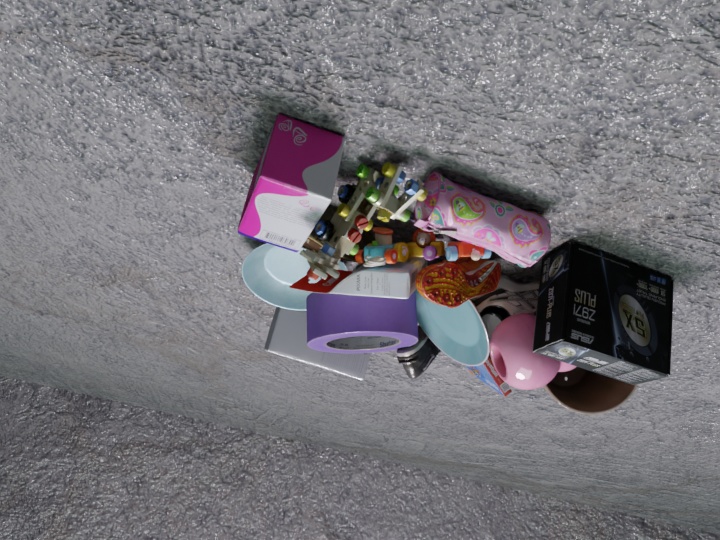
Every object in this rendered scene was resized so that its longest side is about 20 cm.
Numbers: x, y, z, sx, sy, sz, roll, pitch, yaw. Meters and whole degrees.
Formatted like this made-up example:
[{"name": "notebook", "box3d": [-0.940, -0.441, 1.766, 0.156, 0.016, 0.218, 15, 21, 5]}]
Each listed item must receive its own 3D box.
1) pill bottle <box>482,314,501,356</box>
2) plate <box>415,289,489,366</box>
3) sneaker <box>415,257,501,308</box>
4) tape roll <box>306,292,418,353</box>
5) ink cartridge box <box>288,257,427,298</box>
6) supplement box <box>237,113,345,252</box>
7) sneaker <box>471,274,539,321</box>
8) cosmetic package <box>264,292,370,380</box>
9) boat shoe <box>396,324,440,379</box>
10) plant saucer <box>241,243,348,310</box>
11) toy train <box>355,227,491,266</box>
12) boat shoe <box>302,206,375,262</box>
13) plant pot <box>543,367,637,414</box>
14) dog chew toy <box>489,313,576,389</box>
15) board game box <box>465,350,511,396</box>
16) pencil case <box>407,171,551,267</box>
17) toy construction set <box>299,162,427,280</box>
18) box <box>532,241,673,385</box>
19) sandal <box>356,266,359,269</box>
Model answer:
[{"name": "pill bottle", "box3d": [0.275, 0.132, 1.501, 0.111, 0.115, 0.200, 7, 161, 12]}, {"name": "plate", "box3d": [0.158, 0.078, 1.396, 0.200, 0.025, 0.201, 41, 151, 28]}, {"name": "sneaker", "box3d": [0.145, 0.015, 1.261, 0.076, 0.074, 0.199, 13, -169, 40]}, {"name": "tape roll", "box3d": [0.003, 0.088, 1.406, 0.197, 0.086, 0.200, -1, 164, 0]}, {"name": "ink cartridge box", "box3d": [0.000, 0.000, 1.302, 0.197, 0.048, 0.160, 5, -166, 14]}, {"name": "supplement box", "box3d": [-0.101, -0.117, 1.124, 0.100, 0.105, 0.200, 18, 158, -12]}, {"name": "sneaker", "box3d": [0.284, 0.065, 1.378, 0.197, 0.089, 0.076, 8, 156, 6]}, {"name": "cosmetic package", "box3d": [-0.085, 0.134, 1.617, 0.197, 0.125, 0.199, 16, 173, -8]}, {"name": "boat shoe", "box3d": [0.128, 0.144, 1.527, 0.066, 0.058, 0.200, -10, -166, 33]}, {"name": "plant saucer", "box3d": [-0.116, -0.001, 1.445, 0.198, 0.039, 0.202, 3, 141, 3]}, {"name": "toy train", "box3d": [0.091, -0.041, 1.216, 0.197, 0.057, 0.150, -4, -177, -13]}, {"name": "boat shoe", "box3d": [-0.068, -0.065, 1.281, 0.198, 0.073, 0.068, 22, 162, -10]}, {"name": "plant pot", "box3d": [0.403, 0.171, 1.481, 0.184, 0.190, 0.200, 10, 171, 3]}, {"name": "dog chew toy", "box3d": [0.316, 0.117, 1.309, 0.198, 0.126, 0.125, -19, 160, -11]}, {"name": "board game box", "box3d": [0.220, 0.171, 1.511, 0.104, 0.019, 0.200, 57, 174, -10]}, {"name": "pencil case", "box3d": [0.170, -0.068, 1.127, 0.198, 0.089, 0.087, 18, 157, -18]}, {"name": "toy construction set", "box3d": [-0.005, -0.066, 1.114, 0.092, 0.200, 0.131, 44, 179, -36]}, {"name": "box", "box3d": [0.380, 0.069, 1.239, 0.198, 0.166, 0.086, 19, 157, -15]}, {"name": "sandal", "box3d": [0.008, 0.052, 1.524, 0.079, 0.058, 0.201, 10, 157, 4]}]
